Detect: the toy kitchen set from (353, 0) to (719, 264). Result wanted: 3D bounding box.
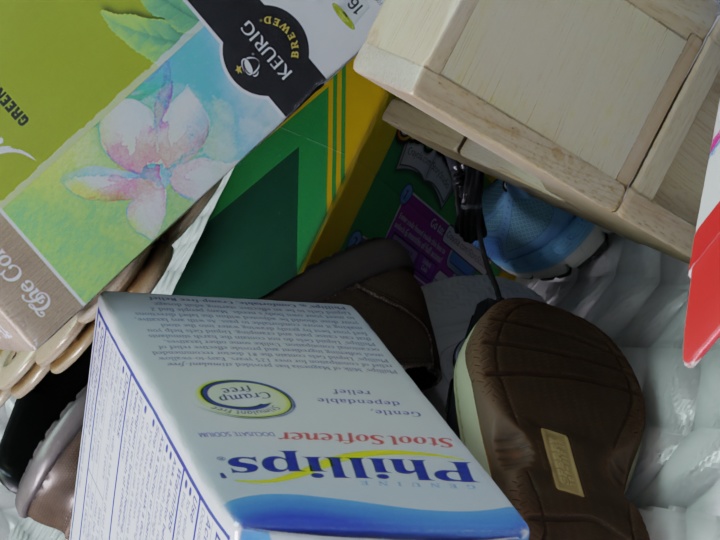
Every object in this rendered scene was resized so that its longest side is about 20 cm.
[{"bbox_3d":[0.065,-0.121,0.953,0.200,0.180,0.164,27,90,53],"label":"toy kitchen set"}]

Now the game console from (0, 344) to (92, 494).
[{"bbox_3d":[-0.088,0.117,1.278,0.200,0.116,0.177,-80,-17,-62],"label":"game console"}]

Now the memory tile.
[{"bbox_3d":[-0.114,-0.009,1.206,0.200,0.017,0.154,-31,25,56],"label":"memory tile"}]

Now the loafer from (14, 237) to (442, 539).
[{"bbox_3d":[-0.044,0.055,1.045,0.199,0.071,0.073,-29,-16,-27],"label":"loafer"}]

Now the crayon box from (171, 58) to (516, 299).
[{"bbox_3d":[0.000,0.000,1.207,0.173,0.058,0.200,-65,-28,-6],"label":"crayon box"}]

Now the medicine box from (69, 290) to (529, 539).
[{"bbox_3d":[-0.034,0.128,0.921,0.200,0.102,0.183,-130,46,-62],"label":"medicine box"}]

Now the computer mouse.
[{"bbox_3d":[0.045,0.009,1.092,0.059,0.034,0.201,97,167,-59],"label":"computer mouse"}]

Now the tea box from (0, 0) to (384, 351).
[{"bbox_3d":[-0.116,-0.079,1.036,0.197,0.134,0.200,-45,11,-14],"label":"tea box"}]

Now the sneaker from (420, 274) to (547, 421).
[{"bbox_3d":[0.012,0.092,1.145,0.200,0.075,0.114,-49,-19,-35],"label":"sneaker"}]

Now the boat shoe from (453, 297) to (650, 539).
[{"bbox_3d":[0.057,0.083,0.946,0.203,0.074,0.075,-82,16,-63],"label":"boat shoe"}]

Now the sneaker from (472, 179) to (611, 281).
[{"bbox_3d":[0.090,-0.072,1.140,0.200,0.090,0.079,-52,13,51],"label":"sneaker"}]

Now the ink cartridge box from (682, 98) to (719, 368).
[{"bbox_3d":[0.160,-0.056,0.787,0.116,0.067,0.201,-55,12,42],"label":"ink cartridge box"}]
